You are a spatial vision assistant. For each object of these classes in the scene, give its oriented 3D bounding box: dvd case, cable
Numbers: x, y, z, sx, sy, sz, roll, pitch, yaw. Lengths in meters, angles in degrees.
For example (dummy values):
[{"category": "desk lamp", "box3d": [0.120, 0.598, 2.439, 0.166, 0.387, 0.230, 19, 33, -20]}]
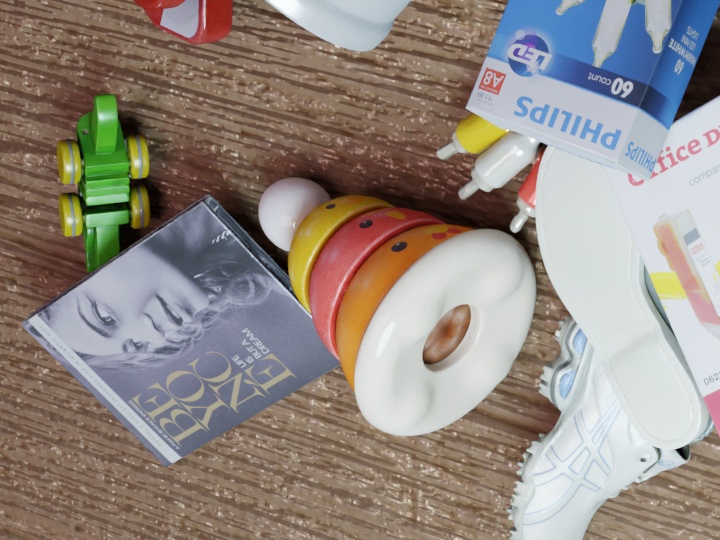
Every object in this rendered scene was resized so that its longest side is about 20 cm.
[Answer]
[{"category": "dvd case", "box3d": [-0.119, 0.045, 1.880, 0.200, 0.016, 0.149, -31, 110, 38]}, {"category": "cable", "box3d": [0.132, -0.103, 1.660, 0.097, 0.050, 0.200, 44, 127, 7]}]

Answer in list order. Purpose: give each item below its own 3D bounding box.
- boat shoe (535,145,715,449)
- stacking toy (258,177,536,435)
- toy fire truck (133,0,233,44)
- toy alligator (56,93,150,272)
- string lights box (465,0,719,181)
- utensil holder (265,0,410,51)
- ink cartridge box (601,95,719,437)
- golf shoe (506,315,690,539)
[{"category": "boat shoe", "box3d": [0.166, 0.009, 1.651, 0.073, 0.062, 0.200, -29, 79, 37]}, {"category": "stacking toy", "box3d": [0.000, 0.000, 1.758, 0.200, 0.146, 0.146, 36, 126, 36]}, {"category": "toy fire truck", "box3d": [-0.119, -0.254, 1.749, 0.168, 0.112, 0.200, 31, 126, 49]}, {"category": "toy alligator", "box3d": [-0.178, -0.041, 1.899, 0.054, 0.059, 0.200, -115, 22, -55]}, {"category": "string lights box", "box3d": [0.149, -0.163, 1.565, 0.103, 0.059, 0.200, 21, 89, 26]}, {"category": "utensil holder", "box3d": [0.009, -0.255, 1.581, 0.170, 0.170, 0.200, 46, 109, 11]}, {"category": "ink cartridge box", "box3d": [0.247, -0.007, 1.575, 0.145, 0.083, 0.200, -30, 78, 37]}, {"category": "golf shoe", "box3d": [0.154, 0.118, 1.720, 0.097, 0.078, 0.200, 22, 121, 19]}]
